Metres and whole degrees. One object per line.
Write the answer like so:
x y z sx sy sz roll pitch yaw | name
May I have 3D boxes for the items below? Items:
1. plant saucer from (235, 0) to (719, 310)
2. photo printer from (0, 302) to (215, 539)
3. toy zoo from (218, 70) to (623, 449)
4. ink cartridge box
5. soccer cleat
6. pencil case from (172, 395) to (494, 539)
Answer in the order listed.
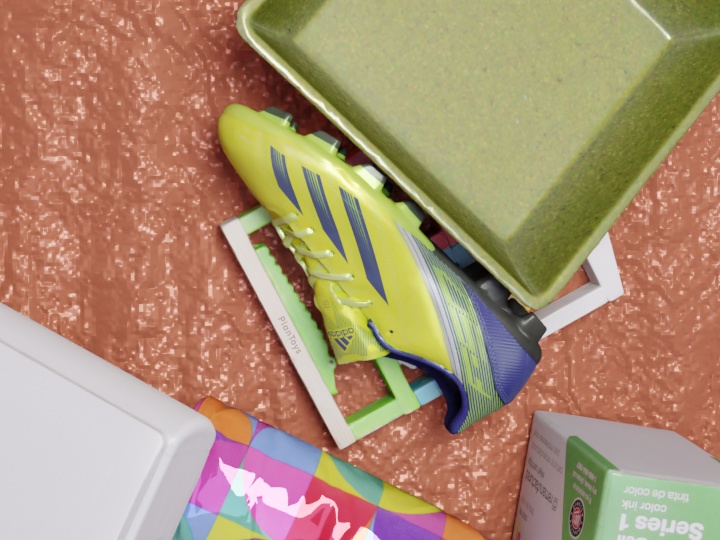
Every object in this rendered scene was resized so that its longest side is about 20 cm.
0.066 -0.115 0.861 0.200 0.048 0.200 43 73 -9 | plant saucer
-0.185 0.098 0.819 0.200 0.069 0.167 28 97 19 | photo printer
0.046 -0.013 0.902 0.200 0.020 0.131 -29 100 -5 | toy zoo
0.123 0.184 0.873 0.084 0.145 0.201 8 95 -9 | ink cartridge box
0.000 0.000 0.853 0.200 0.065 0.084 41 91 -11 | soccer cleat
-0.011 0.137 0.867 0.200 0.088 0.089 27 91 -2 | pencil case
